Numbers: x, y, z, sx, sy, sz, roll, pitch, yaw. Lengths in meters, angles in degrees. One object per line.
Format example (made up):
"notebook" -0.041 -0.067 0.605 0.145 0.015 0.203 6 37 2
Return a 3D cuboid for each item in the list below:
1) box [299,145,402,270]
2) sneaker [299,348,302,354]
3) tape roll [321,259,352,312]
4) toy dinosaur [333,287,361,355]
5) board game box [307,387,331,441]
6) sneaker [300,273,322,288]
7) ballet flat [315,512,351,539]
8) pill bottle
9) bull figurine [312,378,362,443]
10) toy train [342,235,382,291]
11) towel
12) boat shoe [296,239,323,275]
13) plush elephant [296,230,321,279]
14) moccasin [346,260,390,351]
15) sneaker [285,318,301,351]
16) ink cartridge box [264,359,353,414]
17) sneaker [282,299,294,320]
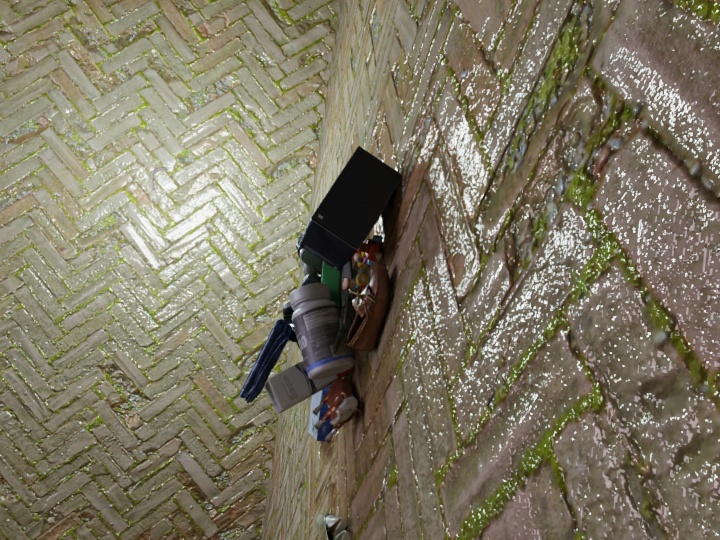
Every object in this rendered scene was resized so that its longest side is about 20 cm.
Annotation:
"box" -0.026 -0.128 1.205 0.201 0.123 0.198 -59 4 -17
"sneaker" -0.085 0.179 1.492 0.075 0.087 0.200 64 -150 -12
"tape roll" -0.058 0.037 1.421 0.200 0.048 0.202 2 -90 -81
"toy dinosaur" -0.019 0.132 1.223 0.047 0.088 0.201 -24 34 31
"board game box" -0.112 0.386 1.611 0.199 0.043 0.202 145 132 -74
"sneaker" -0.111 0.047 1.465 0.200 0.075 0.092 74 -157 -64
"ballet flat" -0.048 0.551 1.127 0.200 0.070 0.071 -126 46 -76
"pill bottle" -0.093 0.138 1.259 0.114 0.113 0.201 121 134 -62
"bull figurine" -0.052 0.315 1.255 0.122 0.065 0.200 -47 7 4
"toy train" 0.000 0.000 1.305 0.150 0.055 0.202 -109 30 -68
"towel" -0.229 0.221 1.348 0.201 0.048 0.112 -62 5 10
"boat shoe" -0.101 -0.023 1.524 0.076 0.200 0.060 -43 42 3
"plush elephant" -0.094 -0.045 1.631 0.154 0.164 0.201 -19 98 39
"moccasin" 0.012 0.073 1.123 0.074 0.077 0.203 -98 20 -56
"sneaker" -0.153 0.168 1.393 0.200 0.106 0.075 -75 -39 -71
"ink cartridge box" -0.134 0.273 1.380 0.084 0.199 0.144 59 159 10
"sneaker" -0.175 0.093 1.523 0.200 0.075 0.077 24 -136 -77
